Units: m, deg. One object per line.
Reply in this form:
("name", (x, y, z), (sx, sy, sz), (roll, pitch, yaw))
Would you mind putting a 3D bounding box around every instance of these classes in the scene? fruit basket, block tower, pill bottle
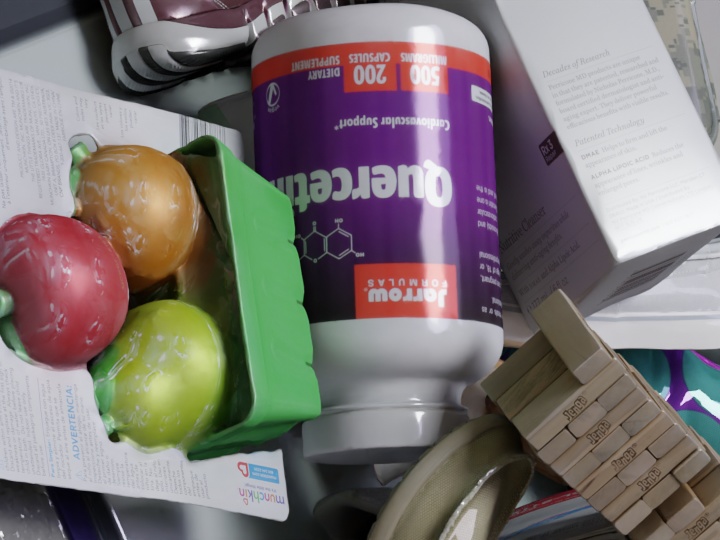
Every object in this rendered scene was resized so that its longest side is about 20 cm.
("fruit basket", (-0.113, 0.010, 1.176), (0.199, 0.094, 0.186), (9, 64, -41))
("block tower", (0.133, 0.094, 1.252), (0.200, 0.058, 0.054), (45, 6, -34))
("pill bottle", (0.008, -0.015, 1.280), (0.112, 0.112, 0.201), (12, 72, -57))

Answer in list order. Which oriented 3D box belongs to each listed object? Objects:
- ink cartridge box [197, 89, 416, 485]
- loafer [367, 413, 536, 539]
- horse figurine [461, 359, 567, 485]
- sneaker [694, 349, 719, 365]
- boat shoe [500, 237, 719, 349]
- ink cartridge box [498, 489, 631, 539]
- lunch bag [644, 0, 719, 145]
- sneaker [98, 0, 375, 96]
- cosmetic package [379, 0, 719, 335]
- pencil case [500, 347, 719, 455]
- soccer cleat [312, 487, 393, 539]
("ink cartridge box", (0.000, 0.000, 1.407), (0.161, 0.050, 0.201), (-18, 95, -62))
("loafer", (0.027, 0.158, 1.222), (0.201, 0.068, 0.076), (-59, 157, -6))
("horse figurine", (0.091, 0.074, 1.360), (0.132, 0.200, 0.050), (22, 94, -21))
("sneaker", (0.168, 0.011, 1.569), (0.088, 0.200, 0.074), (15, 96, -51))
("boat shoe", (0.117, 0.006, 1.417), (0.199, 0.072, 0.069), (1, 89, -22))
("ink cartridge box", (0.113, 0.190, 1.363), (0.200, 0.082, 0.146), (-15, 89, -83))
("lunch bag", (0.090, -0.112, 1.510), (0.139, 0.168, 0.201), (-7, 73, -22))
("sneaker", (-0.068, -0.159, 1.353), (0.200, 0.075, 0.116), (-24, 90, -61))
("cosmetic package", (0.092, -0.085, 1.345), (0.081, 0.113, 0.201), (-21, 77, -25))
("pencil case", (0.167, 0.070, 1.513), (0.199, 0.093, 0.085), (29, -2, -8))
("soccer cleat", (0.016, 0.193, 1.289), (0.086, 0.070, 0.201), (25, 45, -47))
